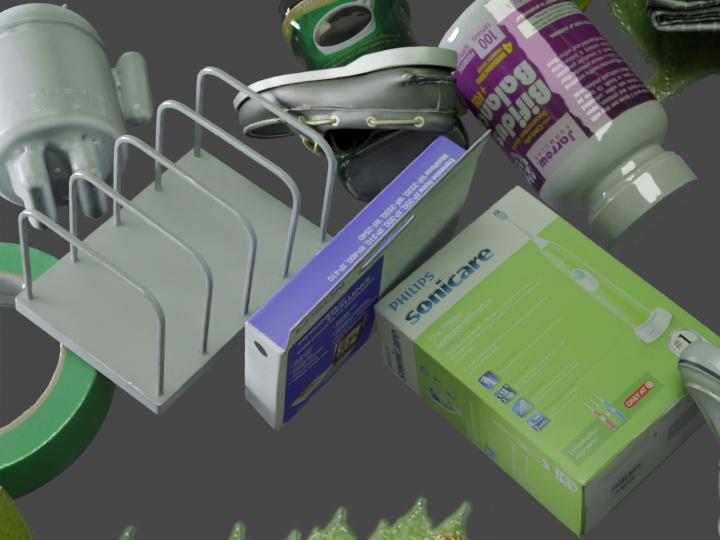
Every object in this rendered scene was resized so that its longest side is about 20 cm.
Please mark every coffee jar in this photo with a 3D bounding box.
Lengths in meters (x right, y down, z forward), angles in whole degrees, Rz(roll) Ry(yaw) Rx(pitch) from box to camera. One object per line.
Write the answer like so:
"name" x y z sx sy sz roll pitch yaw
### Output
"coffee jar" 0.006 -0.157 1.281 0.104 0.085 0.200 -25 56 8

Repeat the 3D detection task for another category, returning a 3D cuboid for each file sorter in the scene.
"file sorter" -0.127 -0.030 1.158 0.139 0.125 0.200 34 55 17

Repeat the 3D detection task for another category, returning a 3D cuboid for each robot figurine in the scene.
"robot figurine" -0.247 -0.129 1.281 0.170 0.113 0.200 -11 56 -12

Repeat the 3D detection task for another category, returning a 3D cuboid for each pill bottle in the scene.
"pill bottle" 0.155 -0.115 1.208 0.112 0.112 0.200 -34 75 -15

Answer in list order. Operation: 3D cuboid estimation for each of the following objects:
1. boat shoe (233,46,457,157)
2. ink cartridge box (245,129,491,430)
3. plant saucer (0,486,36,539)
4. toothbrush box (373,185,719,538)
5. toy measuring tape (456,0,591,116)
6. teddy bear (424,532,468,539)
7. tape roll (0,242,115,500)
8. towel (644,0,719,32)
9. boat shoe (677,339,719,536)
"boat shoe" -0.014 -0.114 1.171 0.202 0.072 0.060 -8 85 41
"ink cartridge box" 0.000 0.000 1.113 0.043 0.200 0.198 41 69 11
"plant saucer" -0.249 0.258 1.001 0.048 0.200 0.200 21 57 -14
"toothbrush box" 0.130 0.059 1.126 0.146 0.086 0.200 -40 62 -19
"toy measuring tape" 0.129 -0.209 1.322 0.200 0.074 0.074 -45 62 -4
"teddy bear" 0.074 0.252 1.011 0.145 0.067 0.200 -12 55 -11
"tape roll" -0.281 0.074 1.191 0.200 0.048 0.201 -3 56 5
"towel" 0.311 -0.248 1.283 0.200 0.086 0.166 0 37 6
"boat shoe" 0.259 0.138 1.035 0.202 0.075 0.086 45 82 -9
